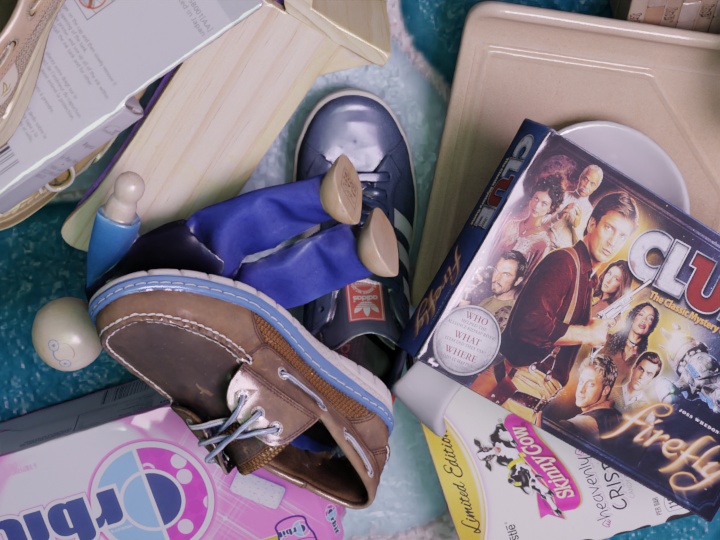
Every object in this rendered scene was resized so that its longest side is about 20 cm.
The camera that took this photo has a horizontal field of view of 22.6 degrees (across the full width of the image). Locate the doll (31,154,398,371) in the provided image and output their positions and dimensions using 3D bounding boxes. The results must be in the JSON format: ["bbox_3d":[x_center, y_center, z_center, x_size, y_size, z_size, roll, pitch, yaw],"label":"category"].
[{"bbox_3d":[-0.086,0.001,0.943,0.199,0.049,0.137,-22,126,18],"label":"doll"}]

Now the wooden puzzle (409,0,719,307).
[{"bbox_3d":[0.133,-0.054,1.035,0.184,0.037,0.201,7,120,-7],"label":"wooden puzzle"}]

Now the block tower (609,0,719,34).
[{"bbox_3d":[0.240,-0.172,1.002,0.199,0.058,0.054,-7,63,-5],"label":"block tower"}]

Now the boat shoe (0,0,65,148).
[{"bbox_3d":[-0.167,-0.150,0.844,0.071,0.065,0.201,15,90,8],"label":"boat shoe"}]

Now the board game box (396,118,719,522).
[{"bbox_3d":[0.136,0.029,0.947,0.199,0.035,0.136,29,92,-20],"label":"board game box"}]

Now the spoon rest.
[{"bbox_3d":[0.095,0.005,0.981,0.099,0.061,0.200,42,91,10],"label":"spoon rest"}]

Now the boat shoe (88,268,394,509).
[{"bbox_3d":[-0.054,0.065,0.925,0.200,0.073,0.072,28,133,-35],"label":"boat shoe"}]

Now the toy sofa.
[{"bbox_3d":[-0.074,-0.081,0.974,0.097,0.083,0.200,29,114,-15],"label":"toy sofa"}]

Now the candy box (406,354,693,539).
[{"bbox_3d":[0.139,0.085,1.055,0.199,0.061,0.137,-16,115,7],"label":"candy box"}]

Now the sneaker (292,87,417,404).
[{"bbox_3d":[0.000,0.000,1.023,0.075,0.085,0.201,-3,106,-4],"label":"sneaker"}]

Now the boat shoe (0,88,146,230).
[{"bbox_3d":[-0.147,-0.099,0.942,0.201,0.063,0.073,-44,105,7],"label":"boat shoe"}]

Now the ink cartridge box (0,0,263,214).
[{"bbox_3d":[-0.167,-0.159,0.898,0.173,0.044,0.201,-34,84,4],"label":"ink cartridge box"}]

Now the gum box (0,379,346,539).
[{"bbox_3d":[-0.114,0.124,1.050,0.199,0.066,0.114,-17,106,5],"label":"gum box"}]
